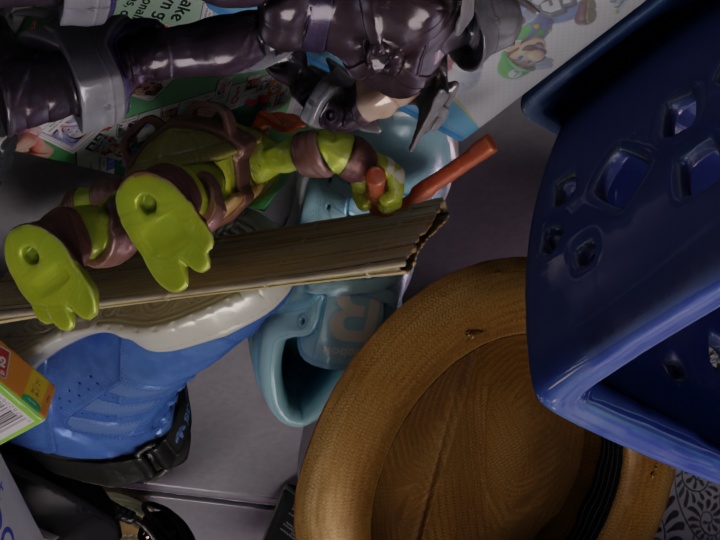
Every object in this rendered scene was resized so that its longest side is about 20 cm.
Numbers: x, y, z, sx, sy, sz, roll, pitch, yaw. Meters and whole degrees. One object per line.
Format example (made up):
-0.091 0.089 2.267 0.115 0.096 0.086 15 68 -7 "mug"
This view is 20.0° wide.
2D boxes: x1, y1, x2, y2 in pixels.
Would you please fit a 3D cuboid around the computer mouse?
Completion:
-0.147 0.133 1.013 0.200 0.140 0.046 34 95 -36 "computer mouse"

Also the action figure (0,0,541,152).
-0.031 -0.095 0.724 0.199 0.070 0.131 0 134 -11 "action figure"

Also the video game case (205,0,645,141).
0.058 -0.132 0.761 0.143 0.018 0.200 24 133 -38 "video game case"

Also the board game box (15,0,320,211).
-0.052 -0.105 0.813 0.134 0.029 0.200 13 139 -29 "board game box"

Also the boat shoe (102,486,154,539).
-0.208 0.169 1.113 0.199 0.076 0.072 -9 142 -3 "boat shoe"

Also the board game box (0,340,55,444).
-0.237 0.017 0.894 0.095 0.030 0.200 -28 124 31 "board game box"

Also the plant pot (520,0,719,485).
0.188 -0.036 0.832 0.199 0.181 0.200 24 134 -38 "plant pot"

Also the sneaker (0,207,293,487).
-0.095 0.041 0.959 0.199 0.077 0.111 -22 137 24 "sneaker"

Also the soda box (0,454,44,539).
-0.196 0.107 0.908 0.068 0.064 0.201 -7 130 14 "soda box"

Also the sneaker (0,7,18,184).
-0.181 -0.073 0.794 0.077 0.080 0.201 -37 156 -40 "sneaker"

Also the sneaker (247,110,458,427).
0.000 0.000 0.923 0.073 0.082 0.200 2 143 -17 "sneaker"

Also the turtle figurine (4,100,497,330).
-0.057 -0.033 0.790 0.199 0.161 0.065 -6 103 20 "turtle figurine"

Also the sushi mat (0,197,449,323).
-0.067 -0.002 0.844 0.199 0.096 0.012 -7 105 13 "sushi mat"

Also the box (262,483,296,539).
0.053 0.205 1.114 0.163 0.200 0.087 20 94 -35 "box"

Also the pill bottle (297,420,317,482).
0.076 0.110 1.067 0.199 0.113 0.112 18 137 -33 "pill bottle"

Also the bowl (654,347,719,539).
0.206 0.111 1.027 0.200 0.202 0.094 5 175 -20 "bowl"

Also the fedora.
0.048 0.085 0.929 0.199 0.082 0.202 -6 105 -21 "fedora"
